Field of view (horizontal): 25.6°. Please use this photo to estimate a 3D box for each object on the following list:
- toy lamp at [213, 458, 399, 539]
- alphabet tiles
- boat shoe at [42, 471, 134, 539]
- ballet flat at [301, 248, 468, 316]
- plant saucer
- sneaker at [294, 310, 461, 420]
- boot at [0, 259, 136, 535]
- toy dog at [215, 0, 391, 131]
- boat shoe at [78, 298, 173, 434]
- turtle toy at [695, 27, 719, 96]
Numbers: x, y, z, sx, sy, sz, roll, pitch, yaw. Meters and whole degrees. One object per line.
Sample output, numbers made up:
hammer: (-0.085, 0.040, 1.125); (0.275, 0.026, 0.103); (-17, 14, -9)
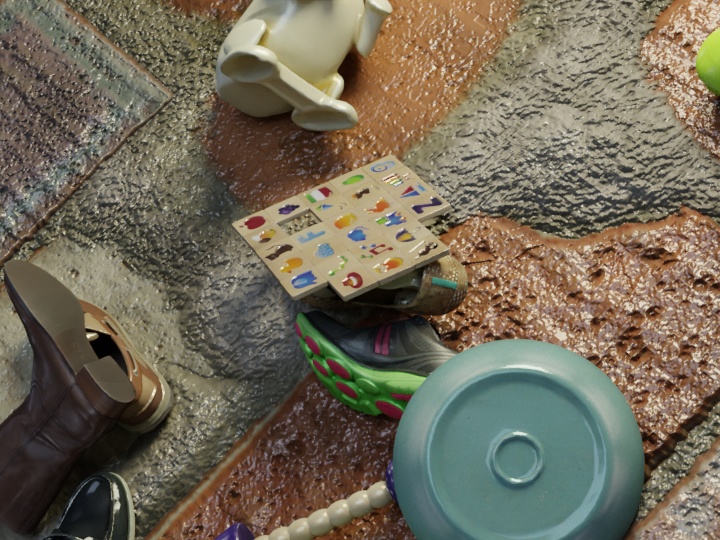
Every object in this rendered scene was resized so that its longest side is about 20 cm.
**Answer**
toy lamp: (-0.044, 0.214, 1.318); (0.200, 0.058, 0.058); (-24, 56, 8)
alphabet tiles: (-0.007, -0.035, 1.392); (0.167, 0.008, 0.200); (-24, 31, -12)
boat shoe: (-0.255, 0.263, 1.380); (0.074, 0.066, 0.200); (6, 66, 28)
ballet flat: (0.000, 0.000, 1.390); (0.200, 0.065, 0.071); (2, 80, 37)
plant saucer: (0.123, 0.150, 1.242); (0.200, 0.036, 0.200); (-1, 78, 6)
sneaker: (0.029, 0.078, 1.360); (0.200, 0.077, 0.084); (21, 52, 32)
boot: (-0.311, 0.118, 1.436); (0.200, 0.064, 0.186); (-49, 66, 28)
toy dog: (-0.050, -0.246, 1.544); (0.194, 0.139, 0.200); (-13, 52, 62)
boat shoe: (-0.253, 0.073, 1.480); (0.200, 0.072, 0.076); (33, 80, 35)
turtle toy: (0.375, -0.211, 1.331); (0.200, 0.101, 0.146); (-23, 56, 12)
